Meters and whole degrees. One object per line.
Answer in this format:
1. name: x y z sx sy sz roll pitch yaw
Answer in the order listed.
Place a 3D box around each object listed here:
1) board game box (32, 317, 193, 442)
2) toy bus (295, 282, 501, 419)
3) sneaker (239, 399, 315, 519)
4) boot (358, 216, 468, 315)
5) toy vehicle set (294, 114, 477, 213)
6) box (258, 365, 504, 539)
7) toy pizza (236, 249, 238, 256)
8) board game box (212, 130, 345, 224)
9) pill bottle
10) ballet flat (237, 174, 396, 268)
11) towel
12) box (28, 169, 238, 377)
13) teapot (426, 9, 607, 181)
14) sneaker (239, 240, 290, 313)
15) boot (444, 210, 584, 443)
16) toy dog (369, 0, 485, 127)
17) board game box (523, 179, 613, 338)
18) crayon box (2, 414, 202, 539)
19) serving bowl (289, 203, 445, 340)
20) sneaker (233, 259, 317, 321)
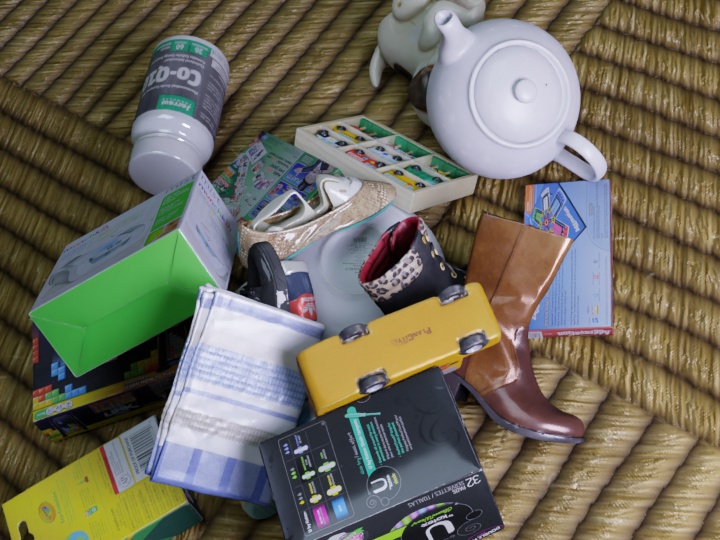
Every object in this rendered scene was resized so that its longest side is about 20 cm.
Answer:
1. board game box: -0.295 0.096 1.400 0.197 0.057 0.167 -19 53 6
2. toy bus: 0.038 0.082 1.157 0.197 0.079 0.066 -21 69 -7
3. sneaker: -0.080 0.158 1.269 0.199 0.080 0.130 -40 55 -12
4. boot: 0.093 0.001 1.267 0.200 0.151 0.073 -47 31 -14
5. toy vehicle set: 0.030 -0.134 1.425 0.199 0.027 0.123 32 34 33
6. box: 0.022 0.213 1.150 0.197 0.149 0.125 -24 53 2
7. toy pizza: -0.067 -0.067 1.452 0.197 0.032 0.203 -9 53 12
8. board game box: -0.113 -0.093 1.417 0.135 0.029 0.199 -48 36 -8
9. pill bottle: -0.244 -0.205 1.557 0.111 0.114 0.203 -4 55 16
10. ballet flat: -0.050 -0.067 1.297 0.198 0.066 0.070 -29 30 -17
11. towel: -0.125 0.128 1.172 0.024 0.145 0.203 15 87 64
12. box: -0.243 0.001 1.296 0.198 0.097 0.177 -27 23 14
13. teapot: 0.176 -0.196 1.338 0.196 0.146 0.201 -5 95 -9
14. sneaker: -0.123 0.077 1.211 0.103 0.060 0.204 -11 93 -21
15. boot: 0.175 0.060 1.199 0.186 0.068 0.203 25 95 26
16. toy dog: 0.094 -0.270 1.474 0.192 0.140 0.202 -28 51 14
17. board game box: 0.235 -0.015 1.320 0.101 0.020 0.203 -2 56 15
18. crayon box: -0.286 0.265 1.281 0.198 0.051 0.128 -29 52 -3
19. serving bowl: 0.000 0.000 1.333 0.196 0.066 0.203 -3 65 7
20. sneaker: -0.121 0.067 1.315 0.199 0.074 0.086 -37 68 42
